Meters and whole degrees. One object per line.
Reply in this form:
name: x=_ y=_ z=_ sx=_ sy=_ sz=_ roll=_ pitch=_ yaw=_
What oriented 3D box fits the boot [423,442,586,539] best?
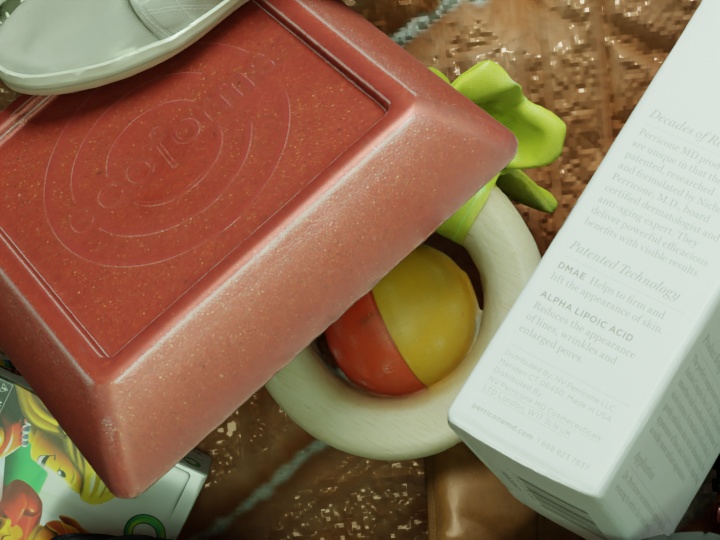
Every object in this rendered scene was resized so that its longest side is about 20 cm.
boot: x=0.101 y=0.150 z=0.767 sx=0.187 sy=0.201 sz=0.069 roll=19 pitch=136 yaw=-14

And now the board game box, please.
board game box: x=-0.167 y=0.149 z=0.820 sx=0.126 sy=0.035 sz=0.201 roll=26 pitch=97 yaw=-5

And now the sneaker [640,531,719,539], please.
sneaker: x=0.143 y=0.133 z=0.659 sx=0.199 sy=0.075 sz=0.079 roll=-27 pitch=124 yaw=-6

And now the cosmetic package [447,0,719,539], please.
cosmetic package: x=0.123 y=0.003 z=0.694 sx=0.074 sy=0.102 sz=0.201 roll=26 pitch=78 yaw=28

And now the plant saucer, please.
plant saucer: x=-0.072 y=-0.041 z=0.708 sx=0.199 sy=0.200 sz=0.037 roll=-42 pitch=138 yaw=-6

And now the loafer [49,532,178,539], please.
loafer: x=-0.050 y=0.157 z=0.779 sx=0.199 sy=0.070 sz=0.069 roll=19 pitch=67 yaw=-26

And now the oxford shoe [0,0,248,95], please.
oxford shoe: x=-0.064 y=-0.134 z=0.710 sx=0.199 sy=0.076 sz=0.058 roll=-26 pitch=139 yaw=9

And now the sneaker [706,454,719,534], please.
sneaker: x=0.198 y=0.129 z=0.802 sx=0.081 sy=0.078 sz=0.202 roll=8 pitch=99 yaw=-3

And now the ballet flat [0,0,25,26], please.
ballet flat: x=-0.120 y=-0.173 z=0.757 sx=0.070 sy=0.071 sz=0.201 roll=32 pitch=96 yaw=-6

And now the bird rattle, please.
bird rattle: x=0.000 y=0.000 z=0.748 sx=0.199 sy=0.113 sz=0.164 roll=-25 pitch=81 yaw=-1
